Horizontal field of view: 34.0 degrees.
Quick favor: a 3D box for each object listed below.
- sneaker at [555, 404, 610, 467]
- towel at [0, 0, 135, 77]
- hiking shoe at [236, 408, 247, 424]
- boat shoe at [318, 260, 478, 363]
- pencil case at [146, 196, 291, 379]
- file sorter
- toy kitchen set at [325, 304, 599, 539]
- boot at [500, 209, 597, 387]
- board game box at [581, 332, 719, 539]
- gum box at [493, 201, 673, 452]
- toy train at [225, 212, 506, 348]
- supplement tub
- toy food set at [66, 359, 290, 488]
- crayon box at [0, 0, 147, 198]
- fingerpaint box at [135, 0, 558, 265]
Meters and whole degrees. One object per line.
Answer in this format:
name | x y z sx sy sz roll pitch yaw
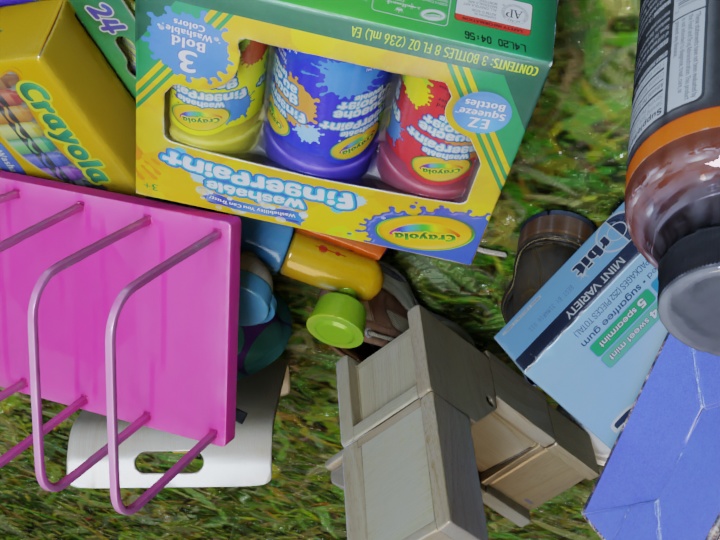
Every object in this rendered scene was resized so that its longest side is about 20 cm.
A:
sneaker | 0.240 0.096 0.880 0.198 0.075 0.087 -9 130 20
towel | -0.208 -0.135 0.724 0.143 0.023 0.200 31 143 -24
hiking shoe | -0.173 0.070 0.817 0.199 0.076 0.101 16 158 39
boat shoe | 0.028 0.064 0.885 0.075 0.072 0.200 -11 146 35
pencil case | -0.135 0.002 0.837 0.092 0.085 0.200 35 172 46
file sorter | -0.185 0.036 0.663 0.198 0.125 0.140 11 112 20
toy kitchen set | 0.053 0.173 0.810 0.163 0.181 0.200 -37 125 26
boot | 0.128 0.056 0.818 0.074 0.098 0.201 5 146 14
board game box | 0.263 0.118 0.710 0.198 0.097 0.161 10 113 -29
gum box | 0.203 0.040 0.727 0.170 0.045 0.200 -47 125 6
toy train | 0.000 0.000 0.764 0.198 0.117 0.085 20 147 -9
supplement tub | 0.174 -0.064 0.527 0.106 0.201 0.107 9 148 6
toy food set | -0.130 0.119 0.902 0.142 0.200 0.061 0 103 0
crayon box | -0.209 -0.096 0.715 0.198 0.052 0.126 -3 143 23
fingerpaint box | -0.015 -0.095 0.617 0.198 0.074 0.167 13 145 -3
